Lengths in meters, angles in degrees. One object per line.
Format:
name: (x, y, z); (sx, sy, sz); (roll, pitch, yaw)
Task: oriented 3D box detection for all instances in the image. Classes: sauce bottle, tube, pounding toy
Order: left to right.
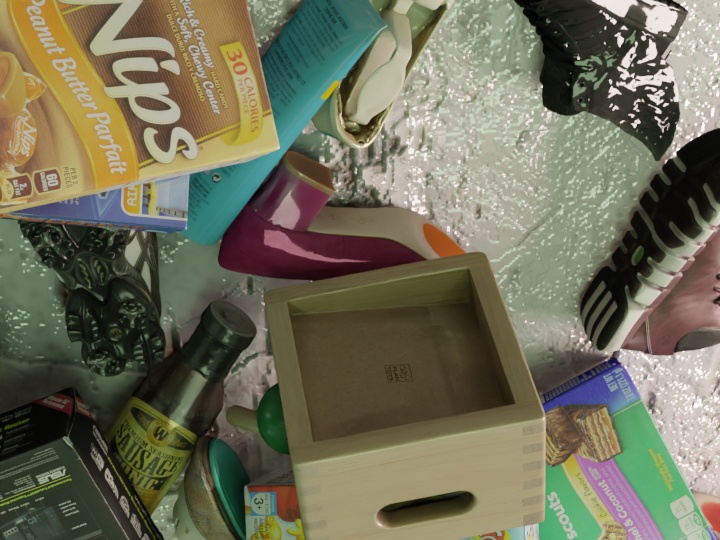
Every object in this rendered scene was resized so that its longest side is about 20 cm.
sauce bottle: (-0.145, 0.110, 1.001); (0.065, 0.066, 0.201); (24, 112, -23)
tube: (-0.060, -0.106, 0.892); (0.050, 0.078, 0.200); (14, 124, -48)
pounding toy: (0.005, 0.098, 0.913); (0.197, 0.185, 0.143); (-10, 131, -4)

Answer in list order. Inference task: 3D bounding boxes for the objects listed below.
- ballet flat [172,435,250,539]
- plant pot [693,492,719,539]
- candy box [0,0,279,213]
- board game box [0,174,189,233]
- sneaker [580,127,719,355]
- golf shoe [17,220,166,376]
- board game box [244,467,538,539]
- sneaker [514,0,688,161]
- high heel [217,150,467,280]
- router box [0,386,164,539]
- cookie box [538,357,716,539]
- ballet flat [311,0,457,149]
ballet flat: (-0.103, 0.193, 1.038); (0.066, 0.069, 0.201); (-15, 139, 12)
plant pot: (0.294, 0.300, 1.144); (0.198, 0.201, 0.179); (21, 104, -22)
candy box: (-0.152, -0.101, 0.750); (0.198, 0.055, 0.117); (-15, 94, -27)
board game box: (-0.164, -0.128, 0.797); (0.134, 0.034, 0.203); (5, 85, -28)
sneaker: (0.258, -0.013, 1.017); (0.114, 0.076, 0.201); (15, 126, -25)
golf shoe: (-0.175, -0.031, 0.893); (0.077, 0.095, 0.202); (-6, 123, -1)
board game box: (0.026, 0.198, 0.984); (0.197, 0.105, 0.105); (-3, 89, 12)
sneaker: (0.146, -0.149, 0.909); (0.198, 0.060, 0.105); (13, 115, -30)
high heel: (0.000, 0.000, 0.966); (0.198, 0.068, 0.096); (26, 117, -26)
router box: (-0.255, 0.186, 0.955); (0.198, 0.062, 0.151); (-20, 119, 5)
cookie box: (0.152, 0.190, 1.056); (0.198, 0.075, 0.173); (-29, 85, 6)
ballet flat: (0.030, -0.166, 0.874); (0.069, 0.070, 0.201); (21, 114, -22)
